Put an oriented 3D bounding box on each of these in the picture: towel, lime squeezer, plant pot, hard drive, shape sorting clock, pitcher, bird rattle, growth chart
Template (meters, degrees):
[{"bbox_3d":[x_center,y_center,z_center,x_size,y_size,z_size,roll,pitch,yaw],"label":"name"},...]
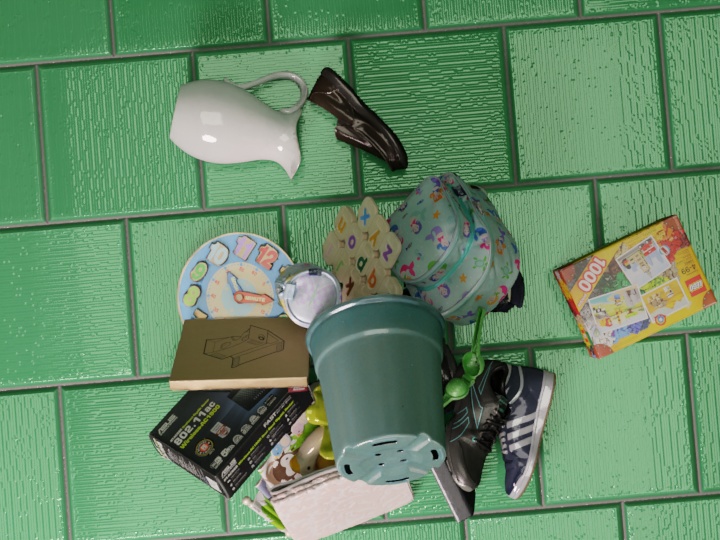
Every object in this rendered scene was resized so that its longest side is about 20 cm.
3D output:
[{"bbox_3d":[-0.024,0.336,1.627,0.198,0.192,0.032,-20,56,-1],"label":"towel"},{"bbox_3d":[0.143,0.153,1.575,0.038,0.071,0.201,32,92,24],"label":"lime squeezer"},{"bbox_3d":[0.031,0.169,1.477,0.197,0.201,0.198,-7,55,0],"label":"plant pot"},{"bbox_3d":[0.116,0.265,1.642,0.033,0.140,0.202,-27,89,7],"label":"hard drive"},{"bbox_3d":[-0.187,0.042,1.698,0.197,0.039,0.203,0,88,0],"label":"shape sorting clock"},{"bbox_3d":[-0.182,-0.242,1.679,0.197,0.121,0.174,12,68,-10],"label":"pitcher"},{"bbox_3d":[-0.021,0.255,1.642,0.163,0.199,0.113,-45,55,13],"label":"bird rattle"},{"bbox_3d":[-0.093,0.299,1.664,0.201,0.018,0.145,-52,130,-2],"label":"growth chart"}]

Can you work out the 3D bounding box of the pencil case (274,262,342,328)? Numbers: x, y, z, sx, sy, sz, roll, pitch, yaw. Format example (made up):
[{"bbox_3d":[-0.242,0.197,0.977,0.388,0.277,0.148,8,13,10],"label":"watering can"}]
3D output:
[{"bbox_3d":[-0.078,0.034,1.590,0.089,0.200,0.084,-1,93,-6],"label":"pencil case"}]

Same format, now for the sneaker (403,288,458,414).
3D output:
[{"bbox_3d":[0.096,0.124,1.677,0.081,0.073,0.203,-10,79,-16],"label":"sneaker"}]

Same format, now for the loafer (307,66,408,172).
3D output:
[{"bbox_3d":[-0.005,-0.222,1.698,0.071,0.073,0.200,-43,84,8],"label":"loafer"}]

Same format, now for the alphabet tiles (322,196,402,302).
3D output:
[{"bbox_3d":[0.000,0.000,1.632,0.014,0.201,0.197,2,130,-34],"label":"alphabet tiles"}]

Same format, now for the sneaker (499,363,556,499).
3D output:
[{"bbox_3d":[0.223,0.239,1.678,0.107,0.070,0.202,17,83,-3],"label":"sneaker"}]

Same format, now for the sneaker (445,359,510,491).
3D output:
[{"bbox_3d":[0.172,0.218,1.590,0.079,0.075,0.202,-12,58,34],"label":"sneaker"}]

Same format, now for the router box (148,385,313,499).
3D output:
[{"bbox_3d":[-0.187,0.213,1.596,0.149,0.062,0.200,21,58,36],"label":"router box"}]

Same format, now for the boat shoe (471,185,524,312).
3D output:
[{"bbox_3d":[0.201,-0.027,1.695,0.092,0.074,0.203,17,63,-41],"label":"boat shoe"}]

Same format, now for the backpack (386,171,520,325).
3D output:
[{"bbox_3d":[0.129,-0.027,1.599,0.178,0.150,0.201,-45,54,22],"label":"backpack"}]

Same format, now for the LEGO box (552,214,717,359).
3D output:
[{"bbox_3d":[0.417,0.025,1.682,0.198,0.077,0.150,-26,88,-1],"label":"LEGO box"}]

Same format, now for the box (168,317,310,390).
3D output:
[{"bbox_3d":[-0.172,0.119,1.611,0.197,0.164,0.022,-2,120,1],"label":"box"}]

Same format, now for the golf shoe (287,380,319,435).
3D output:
[{"bbox_3d":[-0.102,0.223,1.670,0.198,0.088,0.078,-18,90,-2],"label":"golf shoe"}]
